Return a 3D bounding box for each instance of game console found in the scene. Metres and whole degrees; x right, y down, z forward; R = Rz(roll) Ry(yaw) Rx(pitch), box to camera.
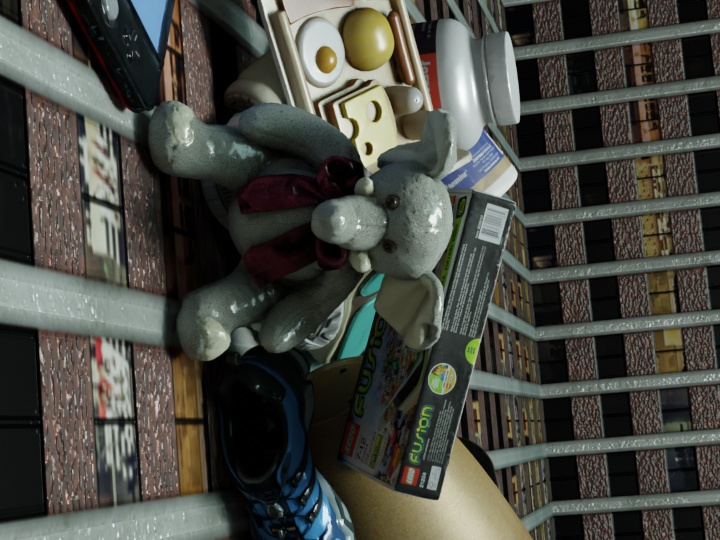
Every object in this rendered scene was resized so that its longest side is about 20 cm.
[{"bbox_3d":[-0.101,-0.223,0.842,0.172,0.118,0.200,67,21,-51],"label":"game console"}]

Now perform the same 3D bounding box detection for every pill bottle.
[{"bbox_3d":[0.030,-0.149,1.199,0.112,0.200,0.113,-7,90,-77],"label":"pill bottle"},{"bbox_3d":[0.044,-0.130,1.318,0.200,0.111,0.111,50,18,-5],"label":"pill bottle"}]

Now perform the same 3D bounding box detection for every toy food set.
[{"bbox_3d":[0.013,-0.152,1.058,0.143,0.060,0.200,-31,112,-40],"label":"toy food set"}]

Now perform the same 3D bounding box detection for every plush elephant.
[{"bbox_3d":[-0.013,-0.029,0.902,0.200,0.155,0.165,-3,91,-41],"label":"plush elephant"}]

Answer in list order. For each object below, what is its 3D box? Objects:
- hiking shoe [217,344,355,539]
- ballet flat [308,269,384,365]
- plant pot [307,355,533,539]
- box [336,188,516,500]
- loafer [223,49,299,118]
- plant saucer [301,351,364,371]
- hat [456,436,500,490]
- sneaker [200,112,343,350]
[{"bbox_3d":[-0.060,0.152,0.979,0.087,0.074,0.200,-12,86,-70],"label":"hiking shoe"},{"bbox_3d":[0.000,0.000,1.095,0.070,0.069,0.200,-84,-161,-45],"label":"ballet flat"},{"bbox_3d":[0.016,0.172,1.091,0.186,0.186,0.200,-71,140,-62],"label":"plant pot"},{"bbox_3d":[0.042,0.045,0.961,0.110,0.035,0.200,8,-97,69],"label":"box"},{"bbox_3d":[-0.038,-0.104,1.117,0.068,0.076,0.200,-59,152,-14],"label":"loafer"},{"bbox_3d":[-0.020,0.118,1.228,0.200,0.036,0.200,-7,90,-78],"label":"plant saucer"},{"bbox_3d":[0.045,0.246,1.310,0.081,0.201,0.201,16,61,-33],"label":"hat"},{"bbox_3d":[-0.056,-0.032,1.055,0.099,0.078,0.200,-85,164,-54],"label":"sneaker"}]
